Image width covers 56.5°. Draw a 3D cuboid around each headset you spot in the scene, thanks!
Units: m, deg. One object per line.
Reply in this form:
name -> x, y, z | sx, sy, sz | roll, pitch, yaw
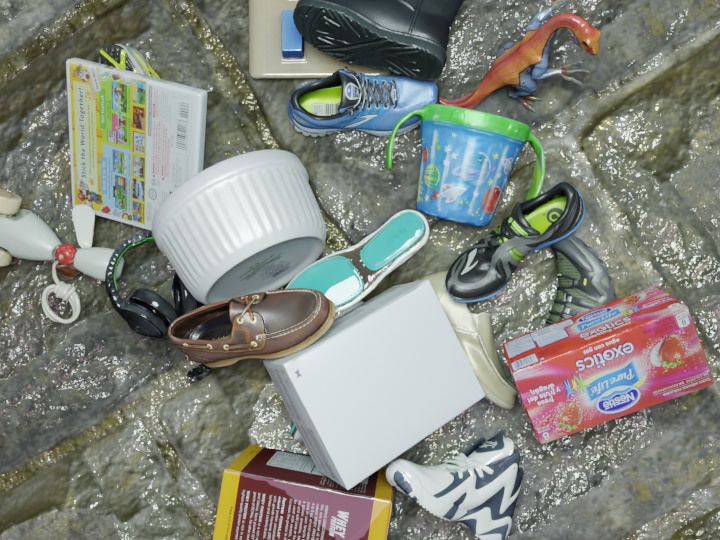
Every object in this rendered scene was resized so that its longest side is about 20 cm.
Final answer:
headset -> -0.247, 0.049, 0.867 | 0.123, 0.094, 0.201 | -28, 87, -31

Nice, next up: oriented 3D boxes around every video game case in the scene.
video game case -> -0.286, -0.150, 0.856 | 0.180, 0.023, 0.201 | 16, 119, 8

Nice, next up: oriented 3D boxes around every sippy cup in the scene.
sippy cup -> 0.128, -0.127, 0.832 | 0.177, 0.139, 0.132 | 18, 100, 29

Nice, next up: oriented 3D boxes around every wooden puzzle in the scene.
wooden puzzle -> -0.054, -0.351, 0.886 | 0.198, 0.046, 0.187 | -1, 88, 4

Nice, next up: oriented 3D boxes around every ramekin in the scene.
ramekin -> -0.134, -0.041, 0.797 | 0.199, 0.200, 0.106 | -31, 75, 2

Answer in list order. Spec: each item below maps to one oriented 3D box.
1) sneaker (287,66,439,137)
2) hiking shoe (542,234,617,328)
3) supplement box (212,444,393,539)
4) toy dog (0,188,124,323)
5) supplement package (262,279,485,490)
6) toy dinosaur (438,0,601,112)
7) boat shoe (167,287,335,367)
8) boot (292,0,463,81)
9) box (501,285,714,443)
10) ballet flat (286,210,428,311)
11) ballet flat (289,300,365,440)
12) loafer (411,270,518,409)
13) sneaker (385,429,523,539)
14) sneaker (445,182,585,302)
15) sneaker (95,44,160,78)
sneaker -> 0.003, -0.214, 0.856 | 0.198, 0.089, 0.079 | -8, 88, 2
hiking shoe -> 0.266, 0.054, 0.836 | 0.100, 0.076, 0.202 | -21, 88, 0
supplement box -> -0.070, 0.342, 0.821 | 0.198, 0.133, 0.199 | 9, 88, 4
toy dog -> -0.410, -0.037, 0.887 | 0.200, 0.096, 0.132 | 40, 100, -9
supplement package -> 0.015, 0.128, 0.792 | 0.199, 0.111, 0.157 | -28, 95, -20
toy dinosaur -> 0.204, -0.242, 0.798 | 0.199, 0.181, 0.105 | -33, 87, 3
boat shoe -> -0.126, 0.061, 0.749 | 0.199, 0.070, 0.071 | -20, 48, 23
boot -> 0.031, -0.339, 0.838 | 0.198, 0.077, 0.169 | 17, 66, -3
box -> 0.274, 0.104, 0.763 | 0.199, 0.100, 0.096 | -23, 100, 9
ballet flat -> 0.000, 0.000, 0.822 | 0.199, 0.069, 0.070 | -34, 86, 1
ballet flat -> -0.032, 0.129, 0.863 | 0.069, 0.069, 0.202 | 18, 86, 4
loafer -> 0.142, 0.083, 0.844 | 0.068, 0.076, 0.201 | -37, 86, 8
sneaker -> 0.128, 0.241, 0.819 | 0.198, 0.079, 0.130 | 34, 78, -20
sneaker -> 0.180, -0.039, 0.808 | 0.199, 0.083, 0.071 | -37, 57, 3
sneaker -> -0.268, -0.200, 0.883 | 0.075, 0.076, 0.202 | -13, 108, 19
